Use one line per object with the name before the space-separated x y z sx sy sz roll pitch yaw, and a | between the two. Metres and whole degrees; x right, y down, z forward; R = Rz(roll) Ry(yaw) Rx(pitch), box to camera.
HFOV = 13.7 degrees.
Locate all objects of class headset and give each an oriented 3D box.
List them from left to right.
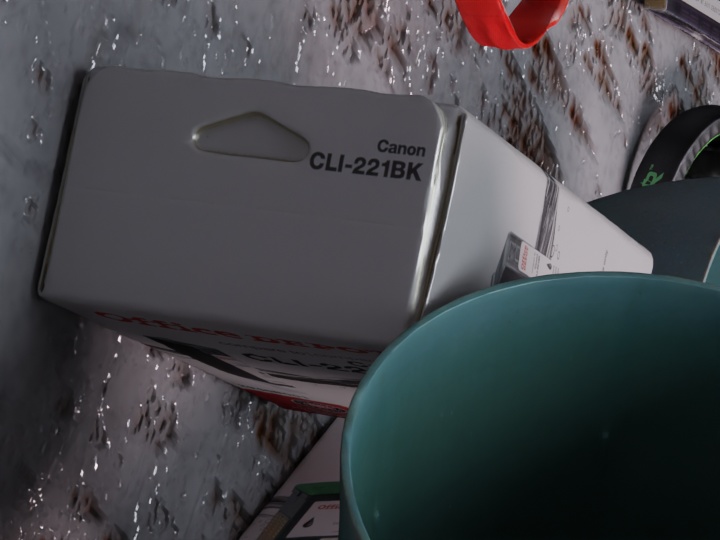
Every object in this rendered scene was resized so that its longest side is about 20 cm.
headset | 0.191 -0.025 1.581 0.200 0.094 0.124 0 101 -50

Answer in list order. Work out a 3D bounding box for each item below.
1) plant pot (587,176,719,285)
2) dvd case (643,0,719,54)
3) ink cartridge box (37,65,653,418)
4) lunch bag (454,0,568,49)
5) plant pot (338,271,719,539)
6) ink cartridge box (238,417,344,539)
plant pot | 0.108 0.053 1.314 0.200 0.134 0.201 7 90 -66
dvd case | 0.187 -0.220 1.552 0.149 0.016 0.201 13 84 -67
ink cartridge box | 0.000 0.000 1.053 0.200 0.144 0.084 32 68 -62
lunch bag | 0.067 -0.179 1.224 0.200 0.082 0.177 -9 105 -65
plant pot | 0.083 0.125 0.931 0.201 0.200 0.161 -53 159 -47
ink cartridge box | 0.023 0.136 1.140 0.200 0.145 0.085 -51 135 -50
